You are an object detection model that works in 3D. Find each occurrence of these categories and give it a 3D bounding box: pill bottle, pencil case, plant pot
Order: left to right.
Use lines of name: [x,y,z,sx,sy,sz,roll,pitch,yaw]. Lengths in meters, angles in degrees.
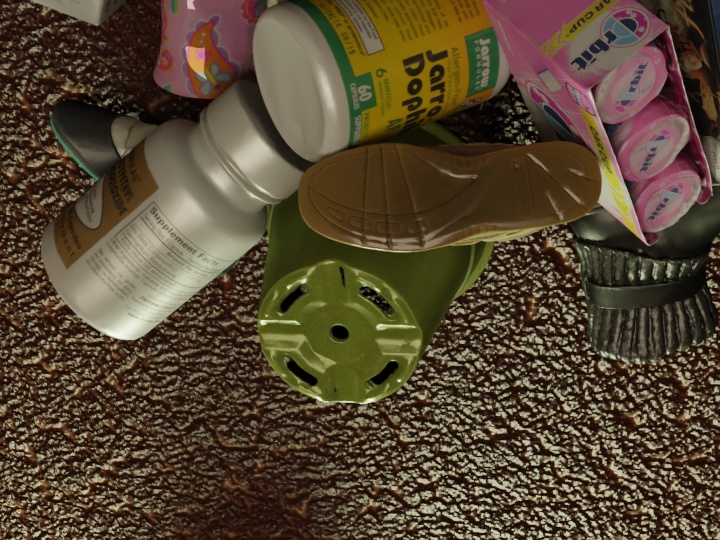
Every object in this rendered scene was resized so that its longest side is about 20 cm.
pill bottle: [-0.135,-0.048,1.008,0.200,0.114,0.114,-38,107,19]
pencil case: [-0.108,-0.227,0.988,0.087,0.088,0.201,10,121,6]
plant pot: [0.000,0.000,1.036,0.199,0.190,0.201,5,121,8]
pill bottle: [0.036,-0.158,0.933,0.199,0.113,0.113,-23,122,-23]

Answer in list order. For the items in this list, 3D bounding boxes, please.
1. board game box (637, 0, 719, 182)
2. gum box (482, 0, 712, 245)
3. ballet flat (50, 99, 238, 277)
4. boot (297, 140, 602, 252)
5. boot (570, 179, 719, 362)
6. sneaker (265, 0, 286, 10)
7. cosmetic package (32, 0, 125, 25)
board game box: [0.218,-0.166,0.921,0.034,0.135,0.201,-26,120,-12]
gum box: [0.165,-0.112,0.906,0.066,0.114,0.200,-39,143,-2]
ballet flat: [-0.162,-0.077,1.095,0.073,0.073,0.200,-30,117,26]
boot: [0.060,-0.052,0.942,0.199,0.155,0.073,-7,90,1]
boot: [0.263,-0.017,1.033,0.210,0.079,0.158,-9,112,28]
sneaker: [-0.010,-0.209,0.980,0.106,0.075,0.201,8,121,7]
cosmetic package: [-0.204,-0.292,0.973,0.101,0.074,0.201,21,120,-1]
